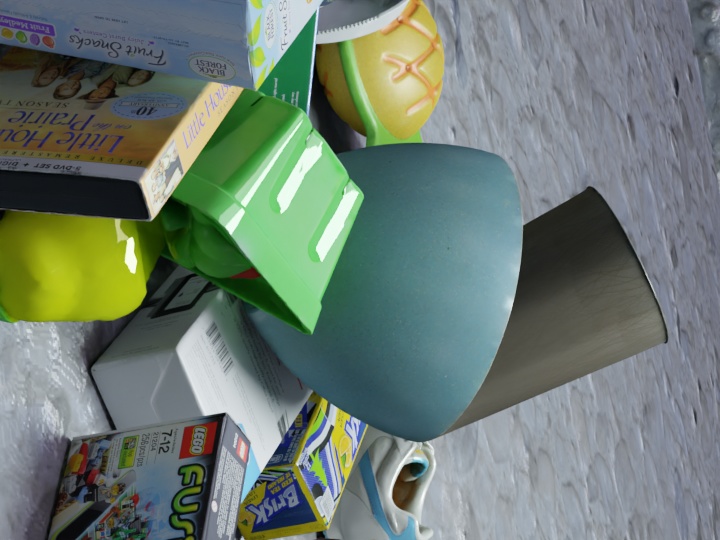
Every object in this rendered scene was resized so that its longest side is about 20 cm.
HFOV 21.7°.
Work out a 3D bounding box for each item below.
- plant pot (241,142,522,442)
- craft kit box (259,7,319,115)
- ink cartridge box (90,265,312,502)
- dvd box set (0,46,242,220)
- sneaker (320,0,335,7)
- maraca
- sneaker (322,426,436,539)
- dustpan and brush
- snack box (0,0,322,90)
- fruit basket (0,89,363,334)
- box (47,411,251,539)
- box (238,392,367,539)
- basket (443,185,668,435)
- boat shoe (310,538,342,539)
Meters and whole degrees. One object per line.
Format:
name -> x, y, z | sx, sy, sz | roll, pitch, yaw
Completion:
plant pot -> 0.000, 0.000, 1.234 | 0.135, 0.200, 0.200 | 16, 56, -21
craft kit box -> -0.055, -0.195, 1.346 | 0.198, 0.048, 0.200 | -100, -164, -79
ink cartridge box -> -0.095, 0.063, 1.268 | 0.116, 0.068, 0.200 | 69, 24, -18
dvd box set -> -0.144, -0.104, 1.075 | 0.200, 0.146, 0.029 | -60, 147, -44
sneaker -> -0.071, -0.291, 1.484 | 0.200, 0.090, 0.067 | 46, 42, 8
maraca -> 0.020, -0.160, 1.606 | 0.137, 0.107, 0.200 | -5, 84, -61
sneaker -> 0.017, 0.136, 1.493 | 0.077, 0.081, 0.200 | 43, 38, -53
dustpan and brush -> 0.026, -0.245, 1.537 | 0.057, 0.200, 0.140 | 107, -12, -59
snack box -> -0.099, -0.194, 1.080 | 0.200, 0.168, 0.068 | -58, 154, -46
fruit basket -> -0.131, -0.025, 1.118 | 0.156, 0.215, 0.216 | 53, 33, -47
box -> -0.131, 0.179, 1.072 | 0.035, 0.110, 0.200 | 56, 31, -43
box -> -0.040, 0.110, 1.379 | 0.200, 0.070, 0.064 | -66, 138, -55
basket -> 0.119, 0.039, 1.463 | 0.136, 0.200, 0.180 | 64, 0, 1
boat shoe -> -0.052, 0.224, 1.292 | 0.200, 0.070, 0.070 | -40, 121, -65
